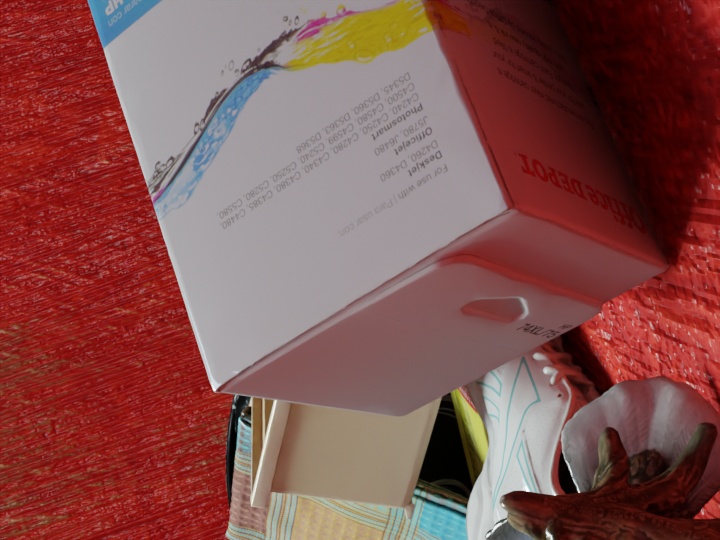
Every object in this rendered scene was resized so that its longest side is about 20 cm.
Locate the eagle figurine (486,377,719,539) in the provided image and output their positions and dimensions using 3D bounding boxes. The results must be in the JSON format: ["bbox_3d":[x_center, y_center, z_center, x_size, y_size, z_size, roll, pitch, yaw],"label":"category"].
[{"bbox_3d":[0.097,0.160,0.623,0.152,0.150,0.201,-124,22,-43],"label":"eagle figurine"}]

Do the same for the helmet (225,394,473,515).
[{"bbox_3d":[0.016,0.131,1.119,0.200,0.189,0.202,-25,60,56],"label":"helmet"}]

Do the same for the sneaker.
[{"bbox_3d":[0.098,0.070,0.831,0.080,0.070,0.202,-36,50,43],"label":"sneaker"}]

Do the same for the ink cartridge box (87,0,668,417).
[{"bbox_3d":[0.005,-0.064,0.636,0.146,0.145,0.202,16,-131,-56],"label":"ink cartridge box"}]

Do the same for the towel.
[{"bbox_3d":[0.005,0.174,1.007,0.147,0.198,0.022,100,-164,-45],"label":"towel"}]

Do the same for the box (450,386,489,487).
[{"bbox_3d":[0.099,0.128,0.995,0.075,0.050,0.202,-123,17,-60],"label":"box"}]

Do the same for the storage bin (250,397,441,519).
[{"bbox_3d":[0.000,0.000,0.884,0.199,0.093,0.202,-98,19,-61],"label":"storage bin"}]
